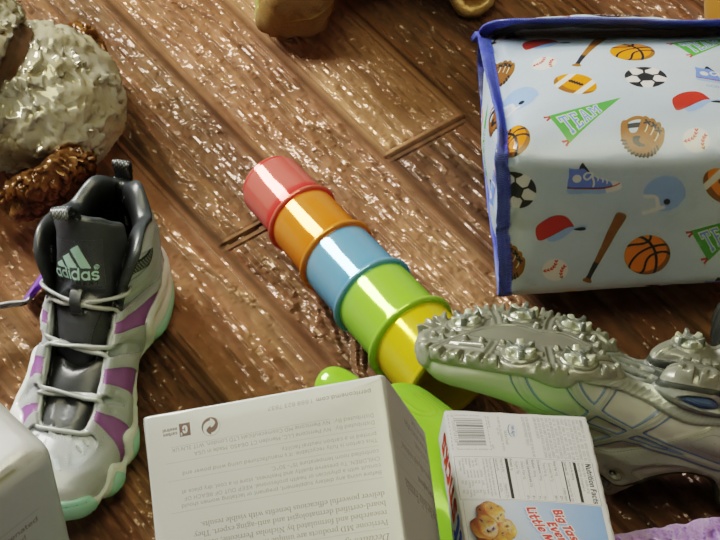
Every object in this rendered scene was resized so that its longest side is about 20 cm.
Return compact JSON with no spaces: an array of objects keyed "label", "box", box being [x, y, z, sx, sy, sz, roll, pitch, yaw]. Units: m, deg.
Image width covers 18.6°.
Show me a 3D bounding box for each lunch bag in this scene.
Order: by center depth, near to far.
[{"label":"lunch bag","box":[0.153,-0.088,1.309,0.169,0.124,0.200,-1,34,1]}]

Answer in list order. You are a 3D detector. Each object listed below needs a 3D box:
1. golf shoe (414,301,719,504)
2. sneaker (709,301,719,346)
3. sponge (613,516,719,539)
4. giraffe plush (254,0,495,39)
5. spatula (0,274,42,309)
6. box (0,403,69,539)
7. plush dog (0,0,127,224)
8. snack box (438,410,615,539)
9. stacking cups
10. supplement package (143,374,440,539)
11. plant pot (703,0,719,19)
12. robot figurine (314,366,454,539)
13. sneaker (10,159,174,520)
[{"label":"golf shoe","box":[0.122,0.077,1.170,0.199,0.098,0.078,11,24,5]},{"label":"sneaker","box":[0.280,0.071,1.197,0.200,0.078,0.090,36,49,24]},{"label":"sponge","box":[0.165,0.162,1.014,0.199,0.030,0.112,-7,37,-22]},{"label":"giraffe plush","box":[0.017,-0.234,1.443,0.161,0.174,0.200,4,13,-8]},{"label":"spatula","box":[-0.225,0.033,1.265,0.200,0.056,0.021,-41,93,-21]},{"label":"box","box":[-0.274,0.137,1.085,0.200,0.172,0.199,-36,56,-27]},{"label":"plush dog","box":[-0.224,-0.119,1.347,0.171,0.161,0.201,20,47,-12]},{"label":"snack box","box":[0.080,0.135,0.987,0.071,0.024,0.201,4,36,-8]},{"label":"stacking cups","box":[0.000,0.000,1.273,0.060,0.061,0.200,-25,51,-19]},{"label":"supplement package","box":[-0.019,0.163,0.951,0.109,0.114,0.201,-11,72,8]},{"label":"plant pot","box":[0.323,-0.227,1.379,0.199,0.184,0.201,-1,48,1]},{"label":"robot figurine","box":[0.039,0.136,1.108,0.200,0.116,0.175,36,66,26]},{"label":"sneaker","box":[-0.155,0.025,1.201,0.077,0.140,0.201,4,48,5]}]
